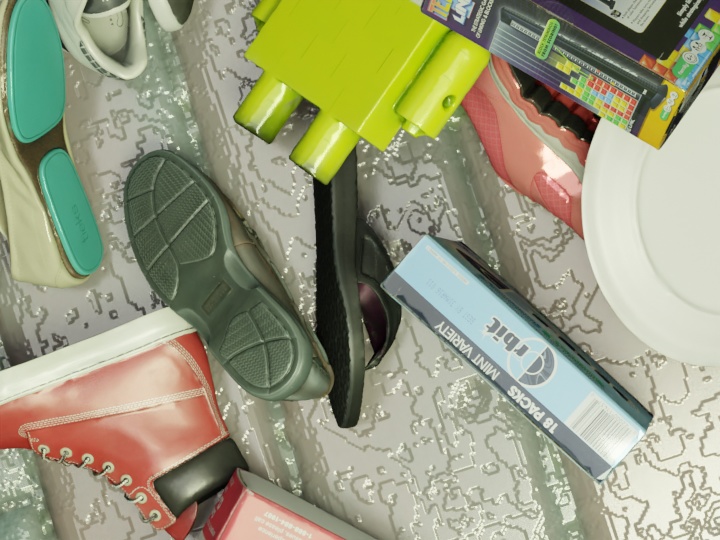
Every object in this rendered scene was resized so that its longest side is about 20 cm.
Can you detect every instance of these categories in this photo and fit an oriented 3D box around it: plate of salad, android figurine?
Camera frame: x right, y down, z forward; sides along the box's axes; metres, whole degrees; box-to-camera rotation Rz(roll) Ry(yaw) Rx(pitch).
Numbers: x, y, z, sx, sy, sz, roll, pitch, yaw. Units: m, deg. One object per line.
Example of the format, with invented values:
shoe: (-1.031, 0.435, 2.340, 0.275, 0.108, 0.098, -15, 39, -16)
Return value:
plate of salad: (0.216, -0.041, 1.592, 0.200, 0.048, 0.201, -1, 91, -27)
android figurine: (0.007, -0.154, 1.609, 0.182, 0.041, 0.200, 34, 89, 41)

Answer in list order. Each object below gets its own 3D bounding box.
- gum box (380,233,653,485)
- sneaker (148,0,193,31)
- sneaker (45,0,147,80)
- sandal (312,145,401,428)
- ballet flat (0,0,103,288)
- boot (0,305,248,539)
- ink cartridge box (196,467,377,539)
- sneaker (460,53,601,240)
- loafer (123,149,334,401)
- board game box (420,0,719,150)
gum box: (0.099, 0.051, 1.554, 0.170, 0.200, 0.045, 42, 94, 7)
sneaker: (-0.090, -0.253, 1.651, 0.099, 0.071, 0.200, 1, 85, 11)
sneaker: (-0.176, -0.214, 1.613, 0.076, 0.081, 0.200, -25, 122, -12)
sandal: (0.000, -0.001, 1.637, 0.048, 0.075, 0.201, -1, 88, -13)
ballet flat: (-0.219, -0.082, 1.651, 0.069, 0.069, 0.200, -8, 107, 7)
boot: (-0.179, 0.122, 1.656, 0.200, 0.072, 0.145, -21, 88, 3)
ink cartridge box: (-0.060, 0.246, 1.612, 0.147, 0.086, 0.200, 29, 93, -10)
sneaker: (0.133, -0.065, 1.629, 0.074, 0.087, 0.200, -42, 102, -37)
loafer: (-0.084, 0.009, 1.643, 0.072, 0.063, 0.200, -42, 60, 14)
board game box: (0.155, -0.185, 1.542, 0.165, 0.057, 0.200, 31, 50, 10)
